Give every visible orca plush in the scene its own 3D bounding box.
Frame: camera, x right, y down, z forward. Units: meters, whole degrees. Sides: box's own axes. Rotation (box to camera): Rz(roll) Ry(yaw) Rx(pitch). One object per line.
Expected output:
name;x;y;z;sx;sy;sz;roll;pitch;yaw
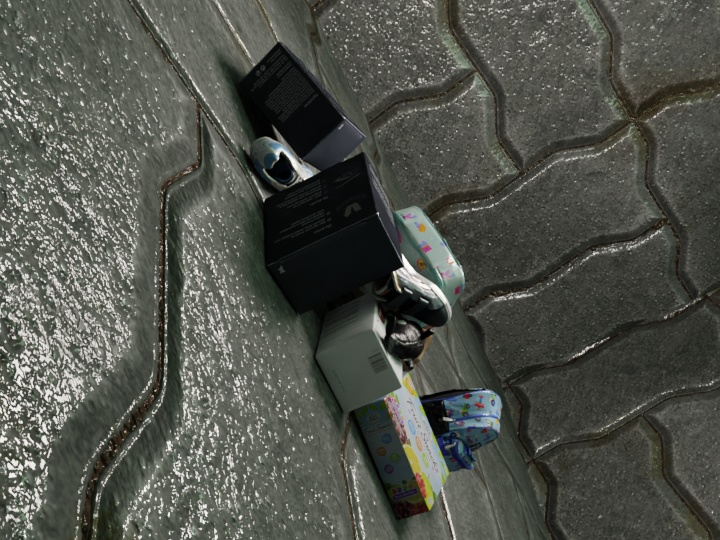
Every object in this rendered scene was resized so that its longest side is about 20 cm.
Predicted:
orca plush;0.086;0.101;1.556;0.200;0.070;0.107;43;25;-67

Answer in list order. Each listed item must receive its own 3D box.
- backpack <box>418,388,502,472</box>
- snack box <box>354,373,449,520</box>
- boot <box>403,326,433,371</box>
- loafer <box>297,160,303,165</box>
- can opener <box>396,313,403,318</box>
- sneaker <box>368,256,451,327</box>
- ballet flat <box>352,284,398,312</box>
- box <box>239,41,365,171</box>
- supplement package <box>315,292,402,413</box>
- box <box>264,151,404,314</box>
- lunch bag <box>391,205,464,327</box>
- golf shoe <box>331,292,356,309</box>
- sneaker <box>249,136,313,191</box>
backpack;0.187;0.312;1.808;0.183;0.196;0.137;64;15;-61
snack box;0.075;0.301;1.606;0.204;0.067;0.168;69;19;-2
boot;0.099;0.110;1.849;0.200;0.071;0.170;150;-42;-67
loafer;-0.102;-0.144;1.782;0.200;0.068;0.076;48;3;-11
can opener;0.036;0.053;1.761;0.066;0.053;0.202;3;49;-55
sneaker;0.071;0.037;1.581;0.200;0.078;0.080;45;42;-10
ballet flat;0.000;0.000;1.682;0.201;0.068;0.063;53;-10;26
box;-0.109;-0.310;1.800;0.201;0.117;0.196;49;8;10
supplement package;0.002;0.131;1.565;0.115;0.108;0.200;63;11;-15
box;-0.047;-0.064;1.515;0.118;0.194;0.202;59;12;-34
lunch bag;0.098;0.001;1.691;0.076;0.161;0.202;-13;59;-35
golf shoe;0.003;0.105;1.743;0.097;0.077;0.203;37;30;-83
sneaker;-0.131;-0.168;1.655;0.073;0.072;0.200;54;9;31
